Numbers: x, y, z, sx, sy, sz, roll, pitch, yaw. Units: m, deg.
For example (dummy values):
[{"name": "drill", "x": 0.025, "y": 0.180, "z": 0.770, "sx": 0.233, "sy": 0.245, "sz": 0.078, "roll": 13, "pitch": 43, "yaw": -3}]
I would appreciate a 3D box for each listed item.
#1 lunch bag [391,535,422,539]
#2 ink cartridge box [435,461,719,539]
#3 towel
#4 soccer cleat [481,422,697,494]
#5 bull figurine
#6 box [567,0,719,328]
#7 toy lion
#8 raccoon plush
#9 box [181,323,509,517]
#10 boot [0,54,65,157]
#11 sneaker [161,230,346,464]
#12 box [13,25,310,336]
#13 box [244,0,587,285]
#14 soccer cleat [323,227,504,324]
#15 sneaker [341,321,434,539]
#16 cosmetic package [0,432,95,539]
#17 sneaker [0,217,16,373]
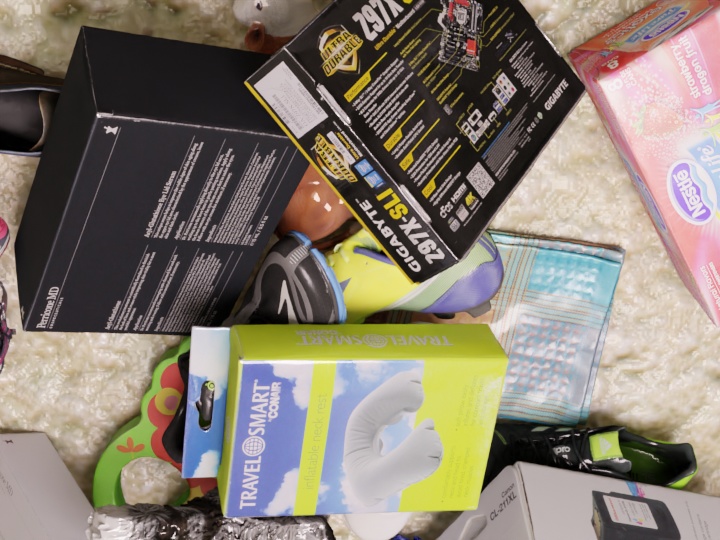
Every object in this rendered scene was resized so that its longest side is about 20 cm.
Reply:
[{"name": "lunch bag", "x": 0.062, "y": 0.329, "z": 0.965, "sx": 0.168, "sy": 0.124, "sz": 0.202, "roll": 25, "pitch": 92, "yaw": -11}, {"name": "ink cartridge box", "x": 0.170, "y": 0.226, "z": 0.901, "sx": 0.197, "sy": 0.084, "sz": 0.146, "roll": 12, "pitch": 136, "yaw": -21}, {"name": "towel", "x": 0.089, "y": 0.041, "z": 0.908, "sx": 0.197, "sy": 0.022, "sz": 0.149, "roll": 8, "pitch": 109, "yaw": -5}, {"name": "soccer cleat", "x": 0.155, "y": 0.141, "z": 0.909, "sx": 0.197, "sy": 0.068, "sz": 0.081, "roll": 5, "pitch": 151, "yaw": -13}, {"name": "bull figurine", "x": -0.020, "y": -0.109, "z": 0.819, "sx": 0.120, "sy": 0.065, "sz": 0.203, "roll": 0, "pitch": 116, "yaw": 6}, {"name": "box", "x": 0.235, "y": -0.079, "z": 0.830, "sx": 0.102, "sy": 0.095, "sz": 0.201, "roll": -27, "pitch": 109, "yaw": 8}, {"name": "toy lion", "x": -0.111, "y": 0.139, "z": 0.918, "sx": 0.197, "sy": 0.069, "sz": 0.194, "roll": -16, "pitch": 104, "yaw": 4}, {"name": "raccoon plush", "x": -0.100, "y": 0.223, "z": 0.843, "sx": 0.197, "sy": 0.097, "sz": 0.136, "roll": 6, "pitch": 98, "yaw": -20}, {"name": "box", "x": -0.012, "y": 0.096, "z": 0.784, "sx": 0.197, "sy": 0.048, "sz": 0.123, "roll": 1, "pitch": 117, "yaw": -15}, {"name": "boot", "x": -0.180, "y": -0.090, "z": 0.804, "sx": 0.197, "sy": 0.097, "sz": 0.076, "roll": 9, "pitch": 110, "yaw": -6}, {"name": "sneaker", "x": -0.074, "y": 0.062, "z": 0.809, "sx": 0.071, "sy": 0.082, "sz": 0.201, "roll": 46, "pitch": 124, "yaw": 23}, {"name": "box", "x": -0.130, "y": -0.047, "z": 0.771, "sx": 0.139, "sy": 0.080, "sz": 0.201, "roll": 1, "pitch": 141, "yaw": -30}, {"name": "box", "x": 0.043, "y": -0.115, "z": 0.753, "sx": 0.160, "sy": 0.200, "sz": 0.049, "roll": 48, "pitch": 140, "yaw": -11}, {"name": "soccer cleat", "x": 0.000, "y": -0.001, "z": 0.830, "sx": 0.198, "sy": 0.065, "sz": 0.084, "roll": -10, "pitch": 134, "yaw": 27}, {"name": "sneaker", "x": 0.023, "y": 0.140, "z": 0.895, "sx": 0.074, "sy": 0.089, "sz": 0.202, "roll": 10, "pitch": 123, "yaw": -6}, {"name": "cosmetic package", "x": -0.231, "y": 0.235, "z": 0.874, "sx": 0.051, "sy": 0.200, "sz": 0.152, "roll": 2, "pitch": 117, "yaw": -39}, {"name": "sneaker", "x": -0.276, "y": 0.034, "z": 0.850, "sx": 0.074, "sy": 0.081, "sz": 0.201, "roll": 19, "pitch": 131, "yaw": -15}]
